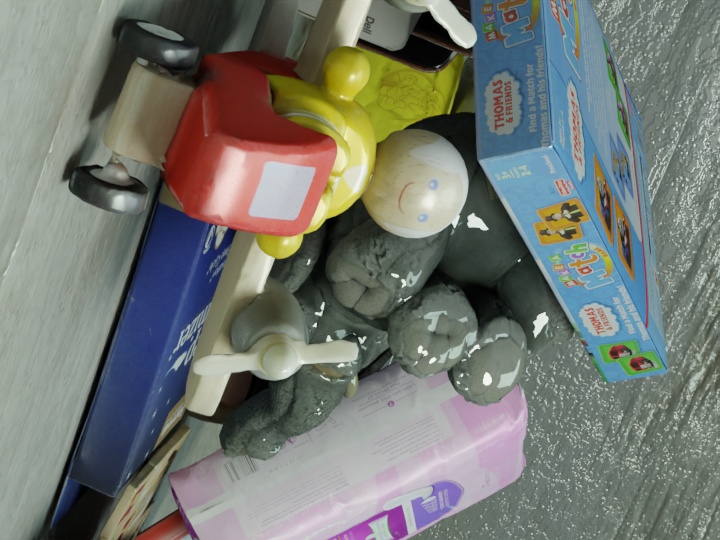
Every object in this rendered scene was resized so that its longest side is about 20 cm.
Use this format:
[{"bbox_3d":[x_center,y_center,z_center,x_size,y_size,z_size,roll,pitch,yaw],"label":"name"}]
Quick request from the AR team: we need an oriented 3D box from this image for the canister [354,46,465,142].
[{"bbox_3d":[0.004,-0.073,1.227,0.200,0.086,0.149,104,3,-67],"label":"canister"}]

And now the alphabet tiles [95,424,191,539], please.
[{"bbox_3d":[-0.152,0.179,1.008,0.200,0.008,0.167,-59,177,17],"label":"alphabet tiles"}]

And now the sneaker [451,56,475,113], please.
[{"bbox_3d":[0.088,-0.110,1.196,0.200,0.076,0.081,160,-66,-83],"label":"sneaker"}]

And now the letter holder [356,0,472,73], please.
[{"bbox_3d":[0.081,-0.218,1.101,0.101,0.142,0.200,95,18,-72],"label":"letter holder"}]

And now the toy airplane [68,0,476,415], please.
[{"bbox_3d":[-0.021,-0.054,0.778,0.200,0.141,0.199,103,10,-59],"label":"toy airplane"}]

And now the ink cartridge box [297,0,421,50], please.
[{"bbox_3d":[0.028,-0.224,0.873,0.146,0.084,0.200,106,8,-47],"label":"ink cartridge box"}]

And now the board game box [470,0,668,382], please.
[{"bbox_3d":[0.096,-0.061,0.850,0.200,0.037,0.151,55,29,-53],"label":"board game box"}]

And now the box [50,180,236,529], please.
[{"bbox_3d":[-0.100,0.033,0.958,0.121,0.032,0.200,-53,166,-69],"label":"box"}]

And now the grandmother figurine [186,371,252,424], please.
[{"bbox_3d":[-0.058,-0.011,1.086,0.121,0.061,0.200,-131,-123,-65],"label":"grandmother figurine"}]

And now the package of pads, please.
[{"bbox_3d":[-0.002,0.116,1.059,0.200,0.076,0.121,-26,155,-7],"label":"package of pads"}]

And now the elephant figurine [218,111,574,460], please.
[{"bbox_3d":[0.000,0.000,0.926,0.155,0.142,0.200,-41,-162,-29],"label":"elephant figurine"}]

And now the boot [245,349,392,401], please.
[{"bbox_3d":[-0.019,0.049,1.122,0.200,0.069,0.174,-45,178,18],"label":"boot"}]

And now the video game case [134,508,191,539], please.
[{"bbox_3d":[-0.068,0.138,1.180,0.200,0.017,0.143,-32,172,-2],"label":"video game case"}]
